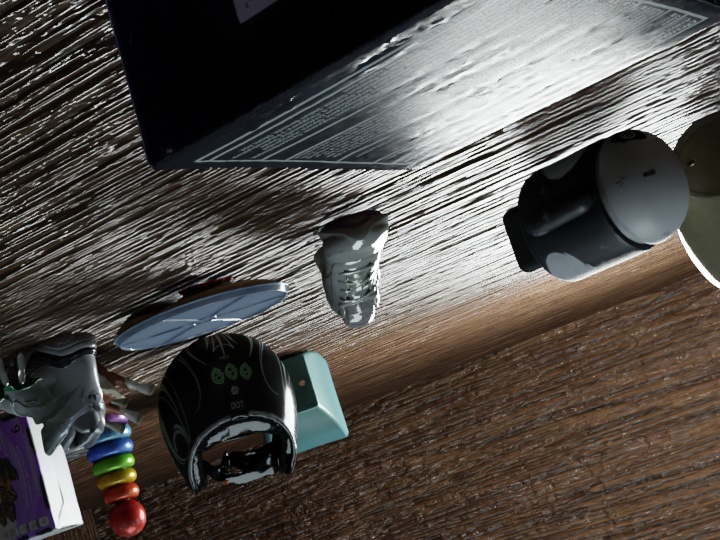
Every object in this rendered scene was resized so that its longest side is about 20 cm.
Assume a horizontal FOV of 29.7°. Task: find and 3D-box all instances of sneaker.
[{"bbox_3d":[0.000,0.000,1.368,0.074,0.101,0.200,-15,169,-7],"label":"sneaker"},{"bbox_3d":[-0.351,0.149,1.478,0.198,0.117,0.075,-25,168,34],"label":"sneaker"}]

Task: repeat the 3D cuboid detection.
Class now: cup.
[{"bbox_3d":[0.409,-0.093,1.451,0.199,0.203,0.143,-24,142,31],"label":"cup"}]

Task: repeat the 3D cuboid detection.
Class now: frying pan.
[{"bbox_3d":[-0.534,0.325,2.384,0.188,0.031,0.115,-24,168,13],"label":"frying pan"}]

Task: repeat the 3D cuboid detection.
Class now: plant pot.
[{"bbox_3d":[-0.112,0.213,2.256,0.139,0.143,0.200,-18,163,-1],"label":"plant pot"}]

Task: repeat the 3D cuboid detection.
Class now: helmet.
[{"bbox_3d":[-0.173,0.178,1.761,0.197,0.192,0.202,-11,130,-13],"label":"helmet"}]

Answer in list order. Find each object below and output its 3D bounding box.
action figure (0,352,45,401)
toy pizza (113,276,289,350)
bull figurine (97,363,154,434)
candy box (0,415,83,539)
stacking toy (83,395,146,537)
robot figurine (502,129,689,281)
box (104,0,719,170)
[{"bbox_3d":[-0.433,0.124,1.369,0.197,0.056,0.118,-14,173,17],"label":"action figure"},{"bbox_3d":[-0.173,0.040,1.465,0.197,0.032,0.200,-19,172,-3],"label":"toy pizza"},{"bbox_3d":[-0.323,0.149,1.635,0.120,0.066,0.199,22,162,-20],"label":"bull figurine"},{"bbox_3d":[-0.504,0.305,1.895,0.198,0.170,0.071,-22,169,20],"label":"candy box"},{"bbox_3d":[-0.357,0.288,1.980,0.084,0.203,0.085,-18,171,-3],"label":"stacking toy"},{"bbox_3d":[0.241,-0.066,1.400,0.199,0.125,0.151,-27,-151,42],"label":"robot figurine"},{"bbox_3d":[0.024,-0.133,0.595,0.198,0.125,0.197,-23,168,35],"label":"box"}]
